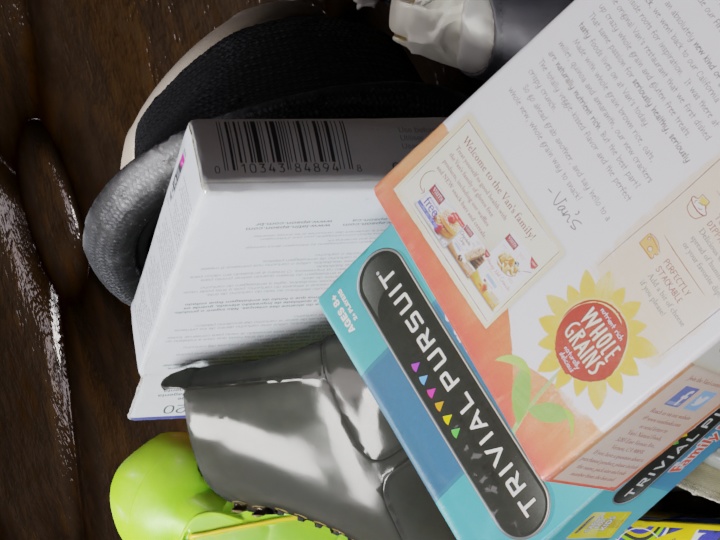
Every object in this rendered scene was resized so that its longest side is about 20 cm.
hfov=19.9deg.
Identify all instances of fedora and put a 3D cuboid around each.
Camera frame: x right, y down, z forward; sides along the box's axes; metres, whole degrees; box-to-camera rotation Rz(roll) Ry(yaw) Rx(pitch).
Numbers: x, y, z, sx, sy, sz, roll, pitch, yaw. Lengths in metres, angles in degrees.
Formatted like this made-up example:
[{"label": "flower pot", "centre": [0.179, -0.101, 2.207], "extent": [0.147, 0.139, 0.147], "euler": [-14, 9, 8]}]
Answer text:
[{"label": "fedora", "centre": [-0.035, -0.055, 0.963], "extent": [0.201, 0.199, 0.092], "euler": [111, 151, -53]}]

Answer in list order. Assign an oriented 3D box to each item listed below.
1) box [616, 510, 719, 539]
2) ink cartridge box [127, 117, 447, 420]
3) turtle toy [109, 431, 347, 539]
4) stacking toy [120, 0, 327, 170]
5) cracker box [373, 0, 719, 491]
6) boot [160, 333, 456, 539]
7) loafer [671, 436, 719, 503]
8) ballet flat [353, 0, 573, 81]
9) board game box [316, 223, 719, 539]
[{"label": "box", "centre": [0.137, 0.134, 0.829], "extent": [0.199, 0.064, 0.071], "euler": [-6, 82, 55]}, {"label": "ink cartridge box", "centre": [0.000, 0.000, 0.934], "extent": [0.200, 0.195, 0.044], "euler": [118, 144, -55]}, {"label": "turtle toy", "centre": [-0.033, 0.143, 1.033], "extent": [0.101, 0.199, 0.147], "euler": [-76, 9, -83]}, {"label": "stacking toy", "centre": [-0.016, -0.028, 1.068], "extent": [0.200, 0.146, 0.147], "euler": [46, 146, 19]}, {"label": "cracker box", "centre": [0.115, -0.036, 0.713], "extent": [0.200, 0.058, 0.134], "euler": [-42, 60, 23]}, {"label": "boot", "centre": [0.002, 0.115, 0.949], "extent": [0.078, 0.137, 0.201], "euler": [-61, -43, -66]}, {"label": "loafer", "centre": [0.132, 0.057, 0.854], "extent": [0.200, 0.075, 0.070], "euler": [29, 147, 57]}, {"label": "ballet flat", "centre": [0.032, -0.129, 0.942], "extent": [0.200, 0.073, 0.073], "euler": [47, 144, 44]}, {"label": "board game box", "centre": [0.092, 0.004, 0.789], "extent": [0.200, 0.047, 0.151], "euler": [-45, 56, 20]}]
